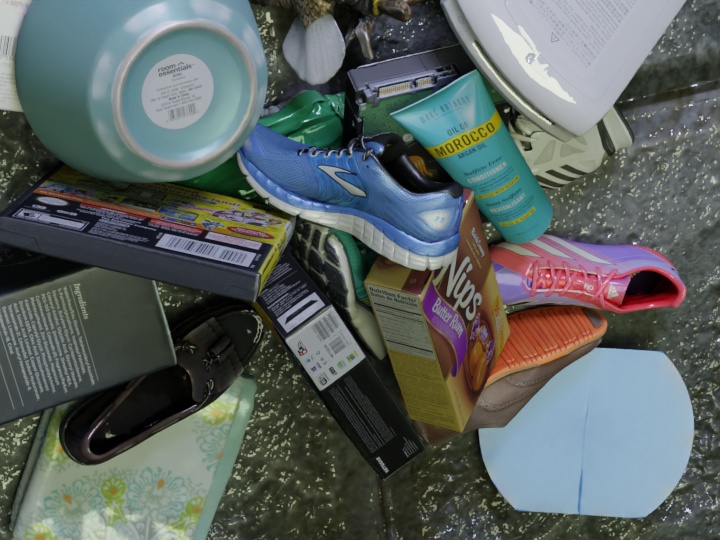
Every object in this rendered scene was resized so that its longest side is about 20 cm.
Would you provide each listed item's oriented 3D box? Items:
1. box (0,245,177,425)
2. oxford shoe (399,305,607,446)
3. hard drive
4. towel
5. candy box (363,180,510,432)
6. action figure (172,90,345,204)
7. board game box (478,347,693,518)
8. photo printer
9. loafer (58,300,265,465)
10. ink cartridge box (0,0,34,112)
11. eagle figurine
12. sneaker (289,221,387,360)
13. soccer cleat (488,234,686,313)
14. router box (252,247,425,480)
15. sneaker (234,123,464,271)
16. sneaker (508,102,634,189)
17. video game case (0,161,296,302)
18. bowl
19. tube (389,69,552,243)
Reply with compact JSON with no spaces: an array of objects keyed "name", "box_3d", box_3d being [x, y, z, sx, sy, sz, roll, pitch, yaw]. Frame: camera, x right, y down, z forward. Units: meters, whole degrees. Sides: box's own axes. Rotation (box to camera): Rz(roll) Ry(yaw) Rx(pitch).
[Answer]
[{"name":"box","box_3d":[-0.266,0.034,1.506,0.199,0.148,0.107,-19,115,-12]},{"name":"oxford shoe","box_3d":[0.135,0.095,1.727,0.199,0.071,0.073,-23,126,-1]},{"name":"hard drive","box_3d":[0.052,-0.102,1.583,0.139,0.038,0.200,-15,144,-14]},{"name":"towel","box_3d":[-0.197,0.163,1.637,0.171,0.048,0.201,14,104,-25]},{"name":"candy box","box_3d":[0.068,0.032,1.610,0.117,0.056,0.200,-61,152,-30]},{"name":"action figure","box_3d":[-0.083,-0.093,1.577,0.200,0.055,0.118,-30,115,-3]},{"name":"board game box","box_3d":[0.209,0.147,1.775,0.199,0.039,0.159,3,96,1]},{"name":"photo printer","box_3d":[0.160,-0.211,1.505,0.166,0.069,0.200,46,57,-15]},{"name":"loafer","box_3d":[-0.156,0.098,1.571,0.200,0.063,0.072,-36,104,-15]},{"name":"ink cartridge box","box_3d":[-0.241,-0.224,1.462,0.116,0.067,0.201,5,108,-22]},{"name":"eagle figurine","box_3d":[-0.043,-0.265,1.490,0.152,0.151,0.200,-37,129,13]},{"name":"sneaker","box_3d":[0.000,0.000,1.609,0.080,0.077,0.200,-44,151,-6]},{"name":"soccer cleat","box_3d":[0.196,0.007,1.704,0.199,0.076,0.067,1,109,-21]},{"name":"router box","box_3d":[-0.033,0.064,1.577,0.051,0.149,0.200,-36,132,-4]},{"name":"sneaker","box_3d":[-0.005,-0.078,1.501,0.200,0.079,0.089,23,115,11]},{"name":"sneaker","box_3d":[0.151,-0.138,1.619,0.115,0.076,0.201,-39,133,-1]},{"name":"video game case","box_3d":[-0.159,-0.033,1.455,0.199,0.181,0.026,13,108,3]},{"name":"bowl","box_3d":[-0.149,-0.146,1.435,0.200,0.105,0.201,-12,117,-25]},{"name":"tube","box_3d":[0.100,-0.093,1.557,0.077,0.050,0.200,-30,140,10]}]
